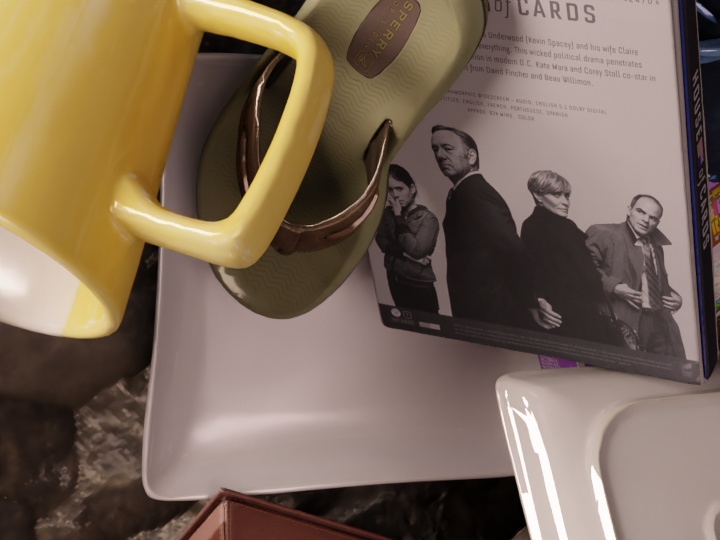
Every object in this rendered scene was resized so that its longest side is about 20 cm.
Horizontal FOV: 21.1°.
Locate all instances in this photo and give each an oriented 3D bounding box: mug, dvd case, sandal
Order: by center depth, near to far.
[{"bbox_3d":[-0.113,-0.068,0.723,0.186,0.149,0.154,25,71,-7],"label":"mug"},{"bbox_3d":[-0.019,-0.050,0.744,0.079,0.057,0.201,29,136,-1],"label":"sandal"},{"bbox_3d":[0.062,-0.048,0.757,0.025,0.149,0.201,-53,144,-42],"label":"dvd case"}]

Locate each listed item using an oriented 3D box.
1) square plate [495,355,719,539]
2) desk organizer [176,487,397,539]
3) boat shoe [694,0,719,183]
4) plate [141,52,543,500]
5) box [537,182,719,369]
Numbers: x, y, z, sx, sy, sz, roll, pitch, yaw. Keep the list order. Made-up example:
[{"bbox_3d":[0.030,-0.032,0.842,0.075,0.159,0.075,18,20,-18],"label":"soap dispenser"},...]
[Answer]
[{"bbox_3d":[0.165,0.127,0.794,0.197,0.028,0.201,-3,71,-28],"label":"square plate"},{"bbox_3d":[0.007,0.175,0.885,0.199,0.077,0.072,20,132,-25],"label":"desk organizer"},{"bbox_3d":[0.137,-0.115,0.722,0.084,0.069,0.201,-17,124,-7],"label":"boat shoe"},{"bbox_3d":[0.000,0.000,0.862,0.198,0.032,0.201,-2,108,-20],"label":"plate"},{"bbox_3d":[0.164,-0.021,0.892,0.199,0.039,0.138,-29,121,-19],"label":"box"}]
